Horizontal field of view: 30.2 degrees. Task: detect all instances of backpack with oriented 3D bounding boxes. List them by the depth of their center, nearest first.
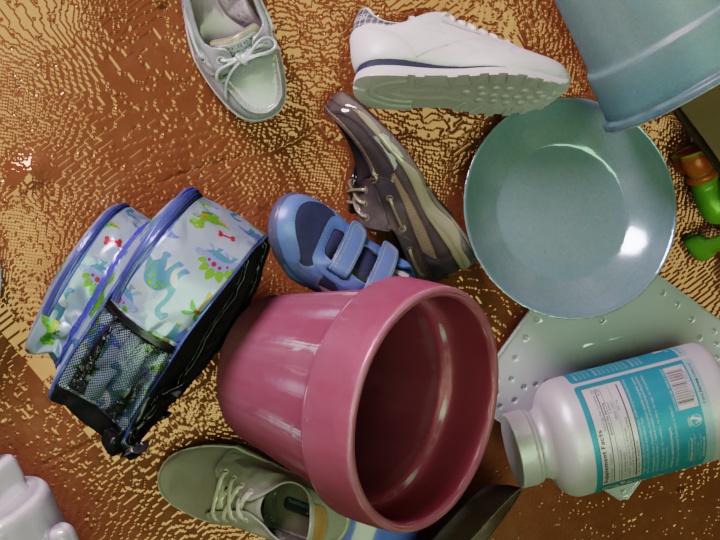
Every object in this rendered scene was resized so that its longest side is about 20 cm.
[{"bbox_3d":[-0.178,0.024,1.117,0.147,0.183,0.201,36,98,-3],"label":"backpack"}]

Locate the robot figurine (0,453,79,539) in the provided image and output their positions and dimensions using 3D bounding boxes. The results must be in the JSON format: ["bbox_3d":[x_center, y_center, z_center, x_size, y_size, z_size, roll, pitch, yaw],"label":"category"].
[{"bbox_3d":[-0.309,0.266,1.192,0.169,0.113,0.201,-11,109,34],"label":"robot figurine"}]

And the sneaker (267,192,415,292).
[{"bbox_3d":[0.000,0.000,1.171,0.200,0.082,0.074,43,58,-32],"label":"sneaker"}]

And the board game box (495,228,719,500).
[{"bbox_3d":[0.234,0.091,1.283,0.199,0.026,0.201,33,96,-15],"label":"board game box"}]

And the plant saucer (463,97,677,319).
[{"bbox_3d":[0.188,-0.055,1.214,0.199,0.039,0.203,1,84,-7],"label":"plant saucer"}]

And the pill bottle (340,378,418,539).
[{"bbox_3d":[0.013,0.188,1.227,0.111,0.112,0.201,17,100,-13],"label":"pill bottle"}]

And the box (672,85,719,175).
[{"bbox_3d":[0.392,-0.148,1.186,0.199,0.164,0.021,-19,137,-4],"label":"box"}]

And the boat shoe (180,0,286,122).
[{"bbox_3d":[-0.116,-0.220,1.128,0.074,0.065,0.203,-19,106,-4],"label":"boat shoe"}]

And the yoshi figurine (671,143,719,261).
[{"bbox_3d":[0.373,-0.038,1.253,0.112,0.112,0.201,-31,96,-36],"label":"yoshi figurine"}]

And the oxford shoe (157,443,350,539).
[{"bbox_3d":[-0.104,0.202,1.194,0.199,0.058,0.076,11,97,28],"label":"oxford shoe"}]

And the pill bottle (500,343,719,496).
[{"bbox_3d":[0.233,0.141,1.225,0.198,0.111,0.112,-13,106,-5],"label":"pill bottle"}]

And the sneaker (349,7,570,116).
[{"bbox_3d":[0.089,-0.186,1.164,0.198,0.076,0.081,4,64,-14],"label":"sneaker"}]

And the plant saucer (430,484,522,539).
[{"bbox_3d":[0.076,0.269,1.230,0.032,0.200,0.201,40,95,14],"label":"plant saucer"}]

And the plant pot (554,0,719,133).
[{"bbox_3d":[0.243,-0.253,1.124,0.199,0.200,0.197,-33,98,0],"label":"plant pot"}]

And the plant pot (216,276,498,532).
[{"bbox_3d":[-0.013,0.097,1.094,0.199,0.178,0.202,-15,110,-50],"label":"plant pot"}]

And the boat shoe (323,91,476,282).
[{"bbox_3d":[0.025,-0.066,1.185,0.073,0.075,0.200,-37,106,2],"label":"boat shoe"}]
